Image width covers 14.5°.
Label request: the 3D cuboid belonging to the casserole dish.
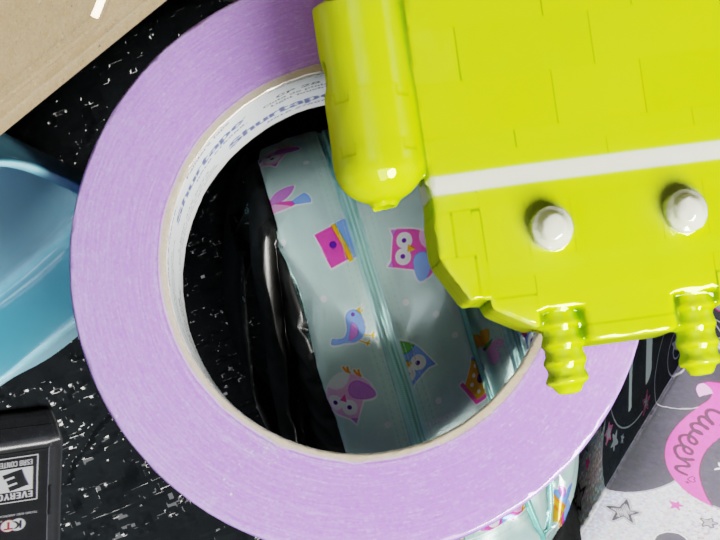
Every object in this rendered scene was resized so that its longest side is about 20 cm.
[{"bbox_3d":[-0.153,-0.004,1.041,0.121,0.039,0.200,-39,160,9],"label":"casserole dish"}]

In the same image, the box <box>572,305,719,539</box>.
[{"bbox_3d":[0.162,0.058,1.145,0.132,0.115,0.200,15,140,-7],"label":"box"}]

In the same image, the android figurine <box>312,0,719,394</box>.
[{"bbox_3d":[0.077,-0.060,0.950,0.181,0.041,0.201,-5,83,-6],"label":"android figurine"}]

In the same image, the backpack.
[{"bbox_3d":[0.020,0.032,1.113,0.126,0.167,0.201,-18,114,-6],"label":"backpack"}]

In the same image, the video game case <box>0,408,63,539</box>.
[{"bbox_3d":[-0.224,0.146,1.179,0.199,0.026,0.181,-7,126,-17],"label":"video game case"}]

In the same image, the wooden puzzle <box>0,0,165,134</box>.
[{"bbox_3d":[-0.110,-0.138,0.894,0.200,0.037,0.185,-38,140,-22],"label":"wooden puzzle"}]

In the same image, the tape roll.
[{"bbox_3d":[0.000,0.000,0.999,0.199,0.066,0.201,0,85,1],"label":"tape roll"}]
